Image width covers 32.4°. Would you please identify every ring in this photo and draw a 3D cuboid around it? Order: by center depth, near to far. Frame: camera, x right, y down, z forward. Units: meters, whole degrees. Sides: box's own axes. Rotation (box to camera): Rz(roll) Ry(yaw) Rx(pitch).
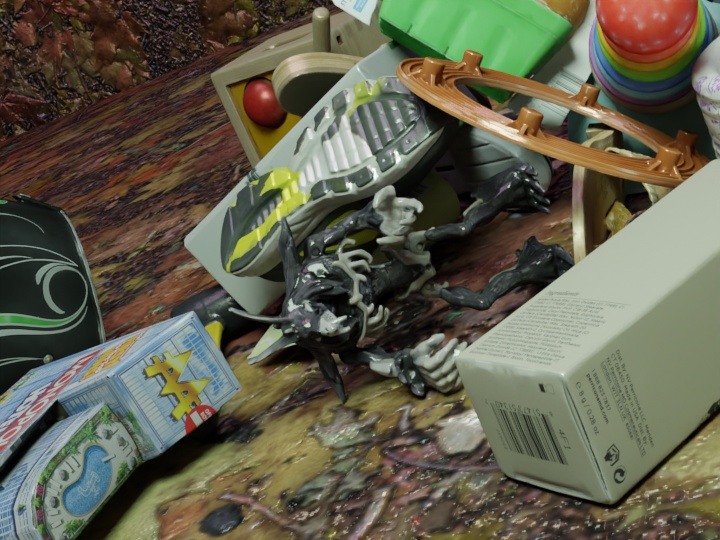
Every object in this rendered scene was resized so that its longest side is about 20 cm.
[{"bbox_3d":[0.117,-0.094,0.724,0.198,0.019,0.201,16,18,-5],"label":"ring"}]

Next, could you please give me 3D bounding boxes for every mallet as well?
[{"bbox_3d":[-0.098,0.059,0.875,0.065,0.041,0.200,-28,21,0],"label":"mallet"}]

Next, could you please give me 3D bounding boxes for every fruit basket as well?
[{"bbox_3d":[0.105,-0.226,0.858,0.201,0.184,0.094,-60,-1,-5],"label":"fruit basket"}]

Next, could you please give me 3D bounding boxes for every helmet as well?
[{"bbox_3d":[-0.313,0.045,0.980,0.189,0.203,0.200,-13,11,-25],"label":"helmet"}]

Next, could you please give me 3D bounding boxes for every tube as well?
[{"bbox_3d":[0.000,0.000,0.894,0.052,0.058,0.200,29,48,21],"label":"tube"}]

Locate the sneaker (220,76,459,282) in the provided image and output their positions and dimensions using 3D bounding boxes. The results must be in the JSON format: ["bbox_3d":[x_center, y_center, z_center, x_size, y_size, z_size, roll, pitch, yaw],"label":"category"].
[{"bbox_3d":[-0.005,-0.054,0.797,0.199,0.084,0.075,-32,55,35],"label":"sneaker"}]

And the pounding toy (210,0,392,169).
[{"bbox_3d":[-0.033,-0.157,1.158,0.199,0.186,0.142,-9,23,42],"label":"pounding toy"}]

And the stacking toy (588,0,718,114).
[{"bbox_3d":[0.168,-0.142,0.728,0.085,0.086,0.200,-20,-4,16],"label":"stacking toy"}]

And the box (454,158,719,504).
[{"bbox_3d":[0.145,0.020,0.583,0.199,0.069,0.082,-33,19,-26],"label":"box"}]

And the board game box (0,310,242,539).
[{"bbox_3d":[-0.180,0.105,0.761,0.199,0.062,0.200,-25,15,31],"label":"board game box"}]

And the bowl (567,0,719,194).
[{"bbox_3d":[0.229,-0.146,0.897,0.199,0.106,0.201,-23,18,8],"label":"bowl"}]

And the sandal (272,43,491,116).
[{"bbox_3d":[0.019,-0.163,1.032,0.210,0.070,0.078,5,-37,-34],"label":"sandal"}]

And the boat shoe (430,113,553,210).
[{"bbox_3d":[0.110,-0.098,0.974,0.071,0.073,0.200,-32,16,-10],"label":"boat shoe"}]

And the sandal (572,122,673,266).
[{"bbox_3d":[0.170,-0.048,0.747,0.069,0.079,0.212,-4,21,15],"label":"sandal"}]

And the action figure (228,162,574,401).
[{"bbox_3d":[0.026,0.006,0.720,0.198,0.120,0.102,-23,10,-14],"label":"action figure"}]

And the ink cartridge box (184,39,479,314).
[{"bbox_3d":[-0.020,-0.073,0.921,0.200,0.083,0.147,-41,4,28],"label":"ink cartridge box"}]

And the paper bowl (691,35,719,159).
[{"bbox_3d":[0.288,-0.096,0.664,0.199,0.105,0.201,-22,17,7],"label":"paper bowl"}]

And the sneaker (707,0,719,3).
[{"bbox_3d":[0.291,-0.232,0.786,0.114,0.076,0.201,0,40,32],"label":"sneaker"}]
